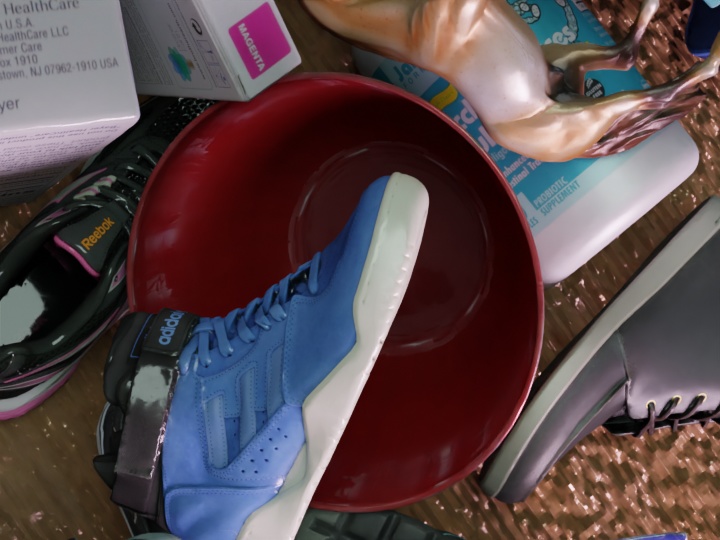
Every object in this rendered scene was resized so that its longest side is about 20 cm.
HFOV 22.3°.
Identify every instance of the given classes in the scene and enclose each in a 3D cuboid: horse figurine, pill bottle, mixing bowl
[{"bbox_3d":[0.076,-0.103,0.807,0.200,0.132,0.050,36,29,-34],"label":"horse figurine"},{"bbox_3d":[0.070,-0.098,0.920,0.111,0.111,0.200,-38,86,-15],"label":"pill bottle"},{"bbox_3d":[0.000,0.000,0.862,0.198,0.108,0.202,4,105,16],"label":"mixing bowl"}]

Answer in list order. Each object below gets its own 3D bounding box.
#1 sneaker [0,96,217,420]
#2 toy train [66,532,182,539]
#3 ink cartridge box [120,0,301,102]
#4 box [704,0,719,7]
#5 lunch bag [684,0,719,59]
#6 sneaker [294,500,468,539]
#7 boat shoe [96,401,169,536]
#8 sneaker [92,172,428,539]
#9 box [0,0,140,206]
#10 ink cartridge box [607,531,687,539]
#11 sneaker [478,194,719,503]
[{"bbox_3d":[-0.122,-0.011,0.880,0.080,0.086,0.201,36,74,-2],"label":"sneaker"},{"bbox_3d":[-0.120,0.187,0.786,0.113,0.201,0.086,-12,52,-17],"label":"toy train"},{"bbox_3d":[-0.112,-0.140,0.840,0.042,0.199,0.120,-37,113,-26],"label":"ink cartridge box"},{"bbox_3d":[0.192,-0.227,0.911,0.049,0.082,0.201,36,41,-24],"label":"box"},{"bbox_3d":[0.255,-0.160,0.927,0.131,0.200,0.137,25,72,-22],"label":"lunch bag"},{"bbox_3d":[0.054,0.168,0.877,0.199,0.079,0.076,29,97,-4],"label":"sneaker"},{"bbox_3d":[-0.066,0.142,0.866,0.069,0.066,0.202,-22,82,-14],"label":"boat shoe"},{"bbox_3d":[-0.051,0.033,0.788,0.110,0.077,0.201,25,116,1],"label":"sneaker"},{"bbox_3d":[-0.215,-0.084,0.801,0.182,0.200,0.106,-9,85,-25],"label":"box"},{"bbox_3d":[0.062,0.227,0.826,0.198,0.041,0.202,-8,100,4],"label":"ink cartridge box"},{"bbox_3d":[0.154,0.063,0.916,0.106,0.075,0.200,44,73,4],"label":"sneaker"}]
